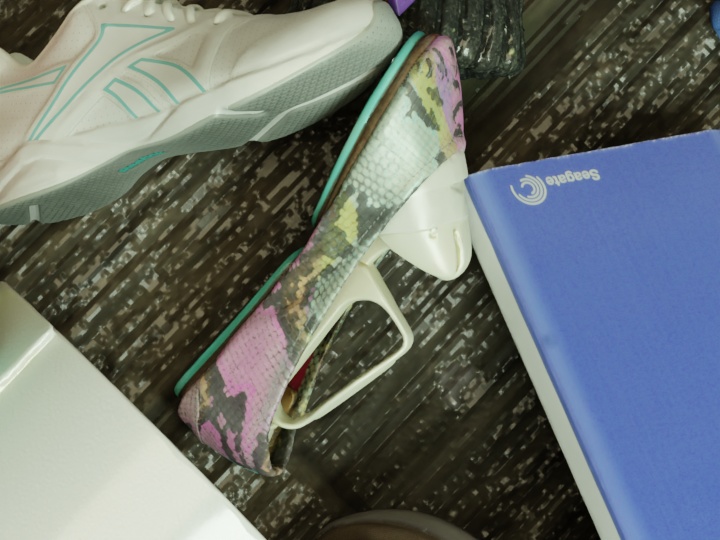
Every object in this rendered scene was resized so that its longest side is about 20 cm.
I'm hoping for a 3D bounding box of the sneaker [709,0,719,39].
[{"bbox_3d":[0.215,-0.049,1.125,0.085,0.077,0.201,-28,81,3],"label":"sneaker"}]

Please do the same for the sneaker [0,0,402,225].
[{"bbox_3d":[-0.079,-0.083,1.062,0.199,0.070,0.081,-18,78,21],"label":"sneaker"}]

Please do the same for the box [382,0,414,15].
[{"bbox_3d":[-0.007,-0.220,1.062,0.137,0.039,0.200,-44,78,-6],"label":"box"}]

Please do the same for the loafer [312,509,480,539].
[{"bbox_3d":[0.040,0.155,1.032,0.071,0.199,0.073,-29,125,-38],"label":"loafer"}]

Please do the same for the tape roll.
[{"bbox_3d":[-0.117,0.123,1.004,0.203,0.203,0.139,45,83,-1],"label":"tape roll"}]

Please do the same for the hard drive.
[{"bbox_3d":[0.133,0.040,1.071,0.131,0.025,0.201,-11,65,-27],"label":"hard drive"}]

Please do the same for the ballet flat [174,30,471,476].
[{"bbox_3d":[0.000,0.000,1.068,0.071,0.069,0.200,37,105,12],"label":"ballet flat"}]

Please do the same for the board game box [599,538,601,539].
[{"bbox_3d":[0.178,0.180,1.078,0.151,0.047,0.201,-30,89,-34],"label":"board game box"}]

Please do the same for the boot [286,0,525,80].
[{"bbox_3d":[0.073,-0.159,1.104,0.210,0.079,0.159,-1,79,5],"label":"boot"}]
